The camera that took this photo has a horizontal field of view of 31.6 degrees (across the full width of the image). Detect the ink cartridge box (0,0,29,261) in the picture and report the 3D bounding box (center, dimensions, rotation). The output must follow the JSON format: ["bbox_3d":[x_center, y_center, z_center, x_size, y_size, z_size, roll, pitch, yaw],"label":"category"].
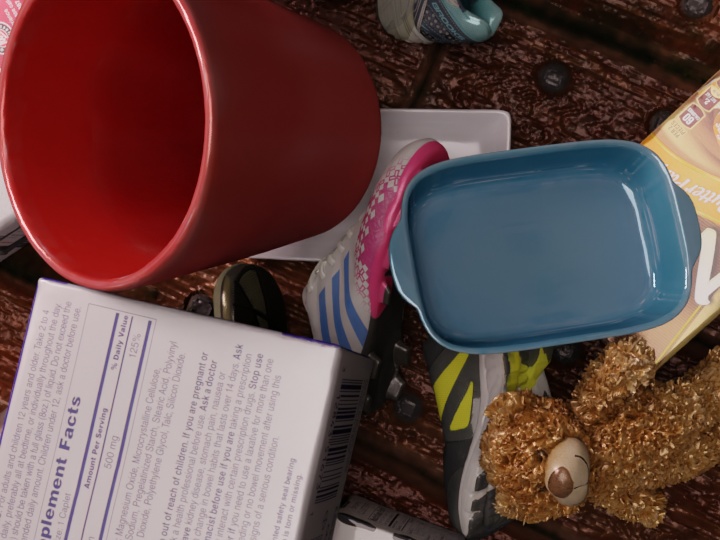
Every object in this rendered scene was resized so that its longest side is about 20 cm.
[{"bbox_3d":[-0.275,-0.088,0.907,0.199,0.083,0.146,-31,85,9],"label":"ink cartridge box"}]

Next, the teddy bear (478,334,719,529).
[{"bbox_3d":[0.176,0.106,0.799,0.199,0.067,0.146,3,128,-25],"label":"teddy bear"}]

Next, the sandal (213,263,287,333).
[{"bbox_3d":[-0.087,0.097,0.887,0.057,0.080,0.202,-3,84,29],"label":"sandal"}]

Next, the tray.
[{"bbox_3d":[0.005,-0.059,0.890,0.199,0.022,0.108,2,91,10],"label":"tray"}]

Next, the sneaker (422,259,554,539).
[{"bbox_3d":[0.083,0.082,0.860,0.084,0.074,0.201,24,112,48],"label":"sneaker"}]

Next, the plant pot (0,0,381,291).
[{"bbox_3d":[-0.095,-0.089,0.785,0.200,0.177,0.202,2,93,41],"label":"plant pot"}]

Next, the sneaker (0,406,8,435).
[{"bbox_3d":[-0.216,0.105,0.915,0.199,0.077,0.082,-16,62,7],"label":"sneaker"}]

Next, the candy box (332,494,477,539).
[{"bbox_3d":[0.054,0.267,0.855,0.199,0.072,0.169,18,93,9],"label":"candy box"}]

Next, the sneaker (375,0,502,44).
[{"bbox_3d":[0.061,-0.241,0.818,0.086,0.078,0.201,19,129,33],"label":"sneaker"}]

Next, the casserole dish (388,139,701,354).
[{"bbox_3d":[0.110,-0.013,0.780,0.199,0.039,0.122,-8,81,-12],"label":"casserole dish"}]

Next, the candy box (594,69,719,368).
[{"bbox_3d":[0.219,-0.037,0.837,0.200,0.055,0.116,-43,82,6],"label":"candy box"}]

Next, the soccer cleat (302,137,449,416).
[{"bbox_3d":[0.000,0.000,0.845,0.086,0.070,0.201,28,114,31],"label":"soccer cleat"}]

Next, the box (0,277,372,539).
[{"bbox_3d":[-0.113,0.118,0.791,0.199,0.105,0.185,12,87,12],"label":"box"}]
